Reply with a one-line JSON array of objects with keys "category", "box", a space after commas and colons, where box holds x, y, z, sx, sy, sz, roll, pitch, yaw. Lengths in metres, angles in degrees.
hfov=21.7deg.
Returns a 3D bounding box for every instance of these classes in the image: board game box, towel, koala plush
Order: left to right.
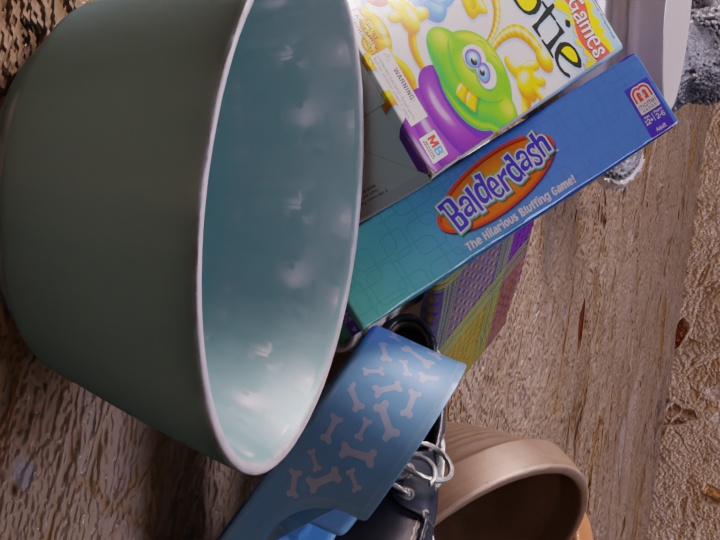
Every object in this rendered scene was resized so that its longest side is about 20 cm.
[{"category": "board game box", "box": [0.023, -0.101, 0.904, 0.200, 0.104, 0.104, -35, 95, -51]}, {"category": "board game box", "box": [0.045, -0.025, 0.946, 0.199, 0.045, 0.152, -33, 180, -22]}, {"category": "towel", "box": [0.067, 0.007, 1.153, 0.144, 0.023, 0.201, -48, 158, -39]}, {"category": "koala plush", "box": [0.265, -0.191, 1.807, 0.200, 0.182, 0.179, -49, 144, -44]}]

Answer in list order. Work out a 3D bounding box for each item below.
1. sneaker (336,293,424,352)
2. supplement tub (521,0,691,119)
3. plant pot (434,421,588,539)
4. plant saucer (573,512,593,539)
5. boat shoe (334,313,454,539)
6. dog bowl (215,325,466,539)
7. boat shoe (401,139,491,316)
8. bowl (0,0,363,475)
[{"category": "sneaker", "box": [0.000, 0.000, 1.109, 0.100, 0.074, 0.200, -66, 162, -1]}, {"category": "supplement tub", "box": [0.083, -0.160, 1.067, 0.145, 0.198, 0.146, 6, 90, -74]}, {"category": "plant pot", "box": [0.035, 0.159, 1.146, 0.200, 0.093, 0.202, -29, 147, -21]}, {"category": "plant saucer", "box": [0.088, 0.233, 1.260, 0.032, 0.200, 0.202, 30, 56, -23]}, {"category": "boat shoe", "box": [0.015, 0.106, 1.018, 0.201, 0.074, 0.062, -71, 167, -47]}, {"category": "dog bowl", "box": [-0.025, 0.110, 0.902, 0.201, 0.049, 0.112, -54, 180, 22]}, {"category": "boat shoe", "box": [0.042, -0.054, 1.221, 0.069, 0.070, 0.202, 7, 90, -62]}, {"category": "bowl", "box": [-0.074, -0.029, 0.730, 0.201, 0.104, 0.203, 7, 90, -74]}]
